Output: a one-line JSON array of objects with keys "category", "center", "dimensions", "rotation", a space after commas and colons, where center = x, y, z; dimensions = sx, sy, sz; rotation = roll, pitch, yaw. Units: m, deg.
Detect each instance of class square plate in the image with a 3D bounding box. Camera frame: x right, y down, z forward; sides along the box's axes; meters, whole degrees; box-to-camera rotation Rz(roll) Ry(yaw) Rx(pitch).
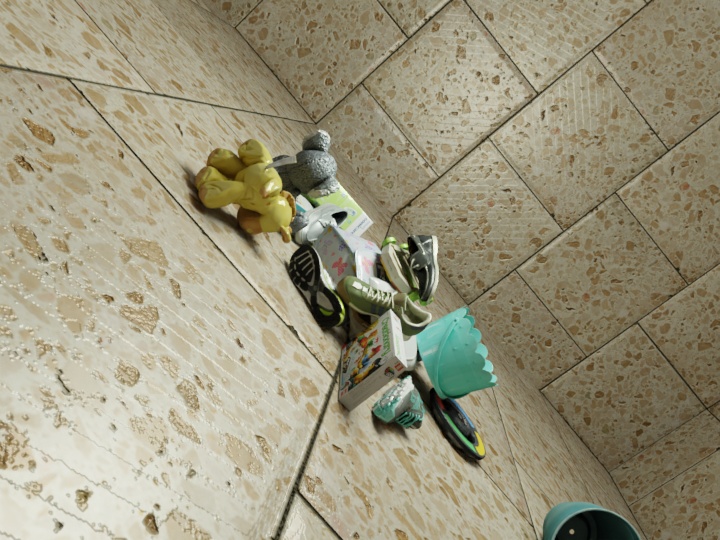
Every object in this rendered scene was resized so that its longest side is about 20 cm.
[{"category": "square plate", "center": [0.079, 0.121, 1.285], "dimensions": [0.200, 0.028, 0.198], "rotation": [15, 69, -60]}]

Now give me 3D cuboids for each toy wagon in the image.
[{"category": "toy wagon", "center": [0.116, 0.009, 1.351], "dimensions": [0.200, 0.040, 0.155], "rotation": [20, 43, -58]}]

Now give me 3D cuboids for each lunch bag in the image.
[{"category": "lunch bag", "center": [0.000, 0.000, 1.362], "dimensions": [0.170, 0.127, 0.200], "rotation": [22, 24, -44]}]

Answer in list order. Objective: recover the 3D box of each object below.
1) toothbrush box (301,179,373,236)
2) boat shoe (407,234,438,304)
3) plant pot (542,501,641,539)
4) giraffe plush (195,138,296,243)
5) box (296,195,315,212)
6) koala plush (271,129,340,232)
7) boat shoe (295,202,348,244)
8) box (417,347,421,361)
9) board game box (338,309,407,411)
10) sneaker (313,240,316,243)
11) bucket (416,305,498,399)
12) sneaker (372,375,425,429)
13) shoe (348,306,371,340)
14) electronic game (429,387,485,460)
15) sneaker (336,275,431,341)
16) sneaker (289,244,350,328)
[{"category": "toothbrush box", "center": [-0.081, -0.172, 1.622], "dimensions": [0.200, 0.086, 0.146], "rotation": [49, -16, -14]}, {"category": "boat shoe", "center": [0.134, -0.005, 1.291], "dimensions": [0.068, 0.072, 0.200], "rotation": [13, 43, -9]}, {"category": "plant pot", "center": [0.498, 0.612, 1.311], "dimensions": [0.200, 0.200, 0.188], "rotation": [52, -3, 7]}, {"category": "giraffe plush", "center": [-0.194, -0.138, 1.116], "dimensions": [0.162, 0.200, 0.173], "rotation": [72, 25, -48]}, {"category": "box", "center": [-0.178, -0.169, 1.473], "dimensions": [0.200, 0.049, 0.082], "rotation": [35, 20, -50]}, {"category": "koala plush", "center": [-0.136, -0.199, 1.268], "dimensions": [0.184, 0.200, 0.178], "rotation": [19, 59, -56]}, {"category": "boat shoe", "center": [-0.090, -0.117, 1.437], "dimensions": [0.071, 0.070, 0.201], "rotation": [13, 29, 20]}, {"category": "box", "center": [0.133, 0.130, 1.536], "dimensions": [0.137, 0.038, 0.200], "rotation": [54, 20, -68]}, {"category": "board game box", "center": [0.020, 0.155, 1.052], "dimensions": [0.035, 0.126, 0.200], "rotation": [48, 12, -14]}, {"category": "sneaker", "center": [-0.040, -0.055, 1.514], "dimensions": [0.200, 0.084, 0.077], "rotation": [21, 21, -44]}, {"category": "bucket", "center": [0.226, 0.200, 1.379], "dimensions": [0.207, 0.135, 0.207], "rotation": [60, 14, -26]}, {"category": "sneaker", "center": [0.086, 0.262, 1.106], "dimensions": [0.091, 0.078, 0.200], "rotation": [56, 14, 7]}, {"category": "shoe", "center": [-0.001, 0.109, 1.311], "dimensions": [0.070, 0.053, 0.200], "rotation": [29, 10, -4]}, {"category": "electronic game", "center": [0.233, 0.364, 1.400], "dimensions": [0.200, 0.042, 0.200], "rotation": [47, 13, -15]}, {"category": "sneaker", "center": [0.056, 0.062, 1.164], "dimensions": [0.200, 0.090, 0.067], "rotation": [36, 47, -19]}, {"category": "sneaker", "center": [-0.083, 0.036, 1.195], "dimensions": [0.200, 0.074, 0.081], "rotation": [64, 10, 24]}]
